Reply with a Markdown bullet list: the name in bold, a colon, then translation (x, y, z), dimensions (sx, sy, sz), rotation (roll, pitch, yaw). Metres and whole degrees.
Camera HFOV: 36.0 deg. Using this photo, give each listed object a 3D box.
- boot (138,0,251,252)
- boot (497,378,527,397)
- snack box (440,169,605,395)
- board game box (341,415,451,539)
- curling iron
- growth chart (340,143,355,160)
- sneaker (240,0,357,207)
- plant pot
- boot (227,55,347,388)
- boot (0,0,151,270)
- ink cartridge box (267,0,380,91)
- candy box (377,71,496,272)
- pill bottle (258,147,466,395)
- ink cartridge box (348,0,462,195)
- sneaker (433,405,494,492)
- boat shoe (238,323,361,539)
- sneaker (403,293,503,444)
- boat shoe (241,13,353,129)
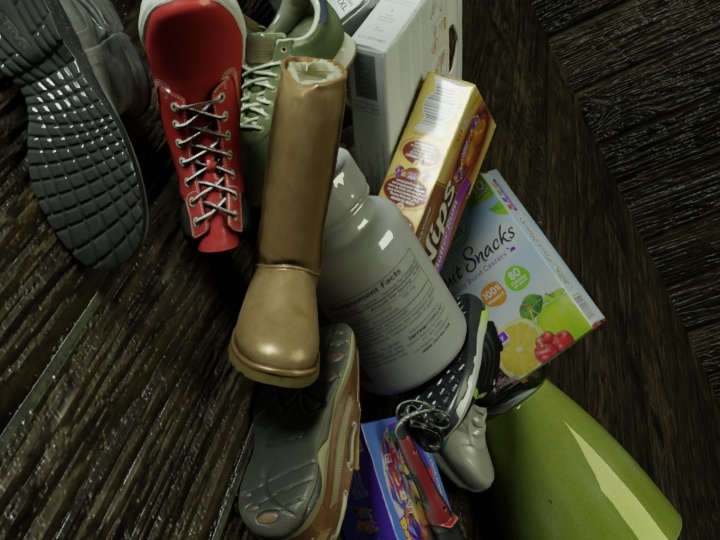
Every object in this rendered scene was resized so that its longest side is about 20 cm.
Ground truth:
- **boot**: translation (-0.107, -0.096, 0.770), dimensions (0.200, 0.072, 0.145), rotation (96, -15, -66)
- **boot**: translation (0.171, 0.106, 1.328), dimensions (0.200, 0.077, 0.155), rotation (50, 30, -11)
- **snack box**: translation (0.143, 0.014, 1.185), dimensions (0.200, 0.142, 0.053), rotation (56, 28, 10)
- **board game box**: translation (0.038, 0.224, 0.926), dimensions (0.134, 0.045, 0.201), rotation (6, 64, -66)
- **curling iron**: translation (0.074, 0.197, 0.918), dimensions (0.026, 0.049, 0.201), rotation (-153, -137, -72)
- **growth chart**: translation (-0.022, -0.066, 1.093), dimensions (0.200, 0.018, 0.145), rotation (-2, 76, -68)
- **sneaker**: translation (-0.076, -0.153, 0.905), dimensions (0.201, 0.067, 0.090), rotation (-61, 141, -27)
- **plant pot**: translation (0.207, 0.224, 1.180), dimensions (0.200, 0.187, 0.187), rotation (58, 22, -2)
- **boot**: translation (-0.049, -0.039, 0.791), dimensions (0.175, 0.066, 0.201), rotation (-107, -154, -67)
- **boot**: translation (-0.168, -0.105, 0.726), dimensions (0.132, 0.070, 0.201), rotation (-32, 105, -75)
- **ink cartridge box**: translation (-0.030, -0.270, 1.120), dimensions (0.146, 0.083, 0.200), rotation (57, 12, 15)
- **candy box**: translation (0.066, -0.080, 1.100), dimensions (0.201, 0.056, 0.117), rotation (-69, 159, -7)
- **pill bottle**: translation (0.000, 0.000, 0.957), dimensions (0.200, 0.114, 0.115), rotation (57, 23, -26)
- **ink cartridge box**: translation (0.048, -0.190, 1.097), dimensions (0.200, 0.043, 0.174), rotation (85, 30, -48)
- **sneaker**: translation (0.097, 0.127, 1.117), dimensions (0.201, 0.080, 0.076), rotation (68, 19, -3)
- **boat shoe**: translation (-0.036, 0.128, 0.816), dimensions (0.074, 0.075, 0.200), rotation (60, 30, -34)
- **sneaker**: translation (0.100, 0.098, 1.009), dimensions (0.083, 0.072, 0.200), rotation (52, 33, -19)
- **boat shoe**: translation (-0.069, -0.180, 1.029), dimensions (0.200, 0.073, 0.063), rotation (18, 57, -54)
